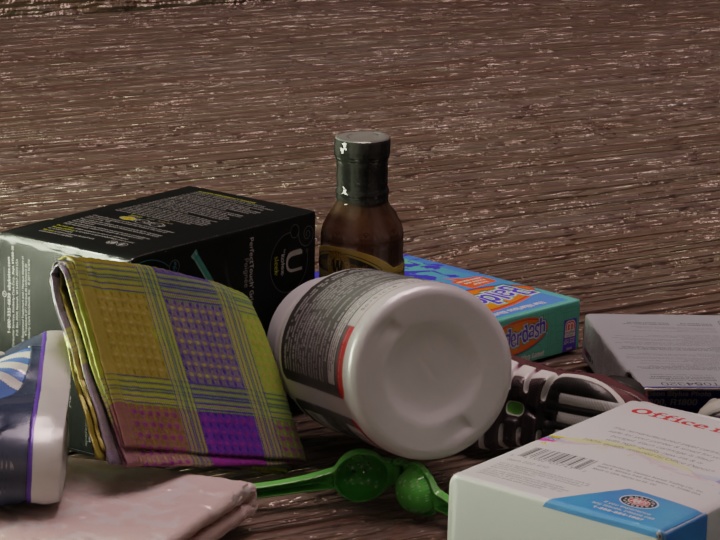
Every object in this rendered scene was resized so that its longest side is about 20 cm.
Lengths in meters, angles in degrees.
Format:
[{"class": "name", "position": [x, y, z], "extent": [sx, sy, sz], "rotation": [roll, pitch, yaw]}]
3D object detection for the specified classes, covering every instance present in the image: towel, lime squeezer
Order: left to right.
[{"class": "towel", "position": [-0.190, 0.154, 1.494], "extent": [0.200, 0.032, 0.191], "rotation": [7, 16, 22]}, {"class": "towel", "position": [-0.118, 0.064, 1.589], "extent": [0.023, 0.144, 0.200], "rotation": [-30, -21, 29]}, {"class": "lime squeezer", "position": [0.015, 0.140, 1.560], "extent": [0.200, 0.038, 0.071], "rotation": [10, 13, 22]}]

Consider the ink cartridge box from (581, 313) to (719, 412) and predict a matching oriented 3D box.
[{"class": "ink cartridge box", "position": [0.279, 0.077, 1.832], "extent": [0.196, 0.043, 0.200], "rotation": [1, 16, -6]}]

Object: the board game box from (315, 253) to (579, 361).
[{"class": "board game box", "position": [0.052, 0.035, 1.969], "extent": [0.200, 0.045, 0.152], "rotation": [16, 20, 42]}]

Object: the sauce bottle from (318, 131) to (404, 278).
[{"class": "sauce bottle", "position": [0.000, 0.000, 1.786], "extent": [0.065, 0.200, 0.065], "rotation": [-1, 14, 0]}]

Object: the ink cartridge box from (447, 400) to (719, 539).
[{"class": "ink cartridge box", "position": [0.166, 0.148, 1.446], "extent": [0.144, 0.085, 0.200], "rotation": [12, 19, 36]}]

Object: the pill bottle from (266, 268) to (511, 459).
[{"class": "pill bottle", "position": [0.012, 0.057, 1.637], "extent": [0.114, 0.114, 0.200], "rotation": [-4, 6, -19]}]

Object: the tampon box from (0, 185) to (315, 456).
[{"class": "tampon box", "position": [-0.140, 0.035, 1.733], "extent": [0.126, 0.150, 0.200], "rotation": [12, 17, 36]}]

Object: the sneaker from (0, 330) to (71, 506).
[{"class": "sneaker", "position": [-0.254, 0.087, 1.532], "extent": [0.146, 0.081, 0.200], "rotation": [3, 19, -6]}]

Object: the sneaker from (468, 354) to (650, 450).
[{"class": "sneaker", "position": [0.124, 0.094, 1.724], "extent": [0.200, 0.076, 0.115], "rotation": [16, 7, 38]}]

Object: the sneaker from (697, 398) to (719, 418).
[{"class": "sneaker", "position": [0.300, 0.134, 1.571], "extent": [0.200, 0.070, 0.100], "rotation": [3, 20, 21]}]
